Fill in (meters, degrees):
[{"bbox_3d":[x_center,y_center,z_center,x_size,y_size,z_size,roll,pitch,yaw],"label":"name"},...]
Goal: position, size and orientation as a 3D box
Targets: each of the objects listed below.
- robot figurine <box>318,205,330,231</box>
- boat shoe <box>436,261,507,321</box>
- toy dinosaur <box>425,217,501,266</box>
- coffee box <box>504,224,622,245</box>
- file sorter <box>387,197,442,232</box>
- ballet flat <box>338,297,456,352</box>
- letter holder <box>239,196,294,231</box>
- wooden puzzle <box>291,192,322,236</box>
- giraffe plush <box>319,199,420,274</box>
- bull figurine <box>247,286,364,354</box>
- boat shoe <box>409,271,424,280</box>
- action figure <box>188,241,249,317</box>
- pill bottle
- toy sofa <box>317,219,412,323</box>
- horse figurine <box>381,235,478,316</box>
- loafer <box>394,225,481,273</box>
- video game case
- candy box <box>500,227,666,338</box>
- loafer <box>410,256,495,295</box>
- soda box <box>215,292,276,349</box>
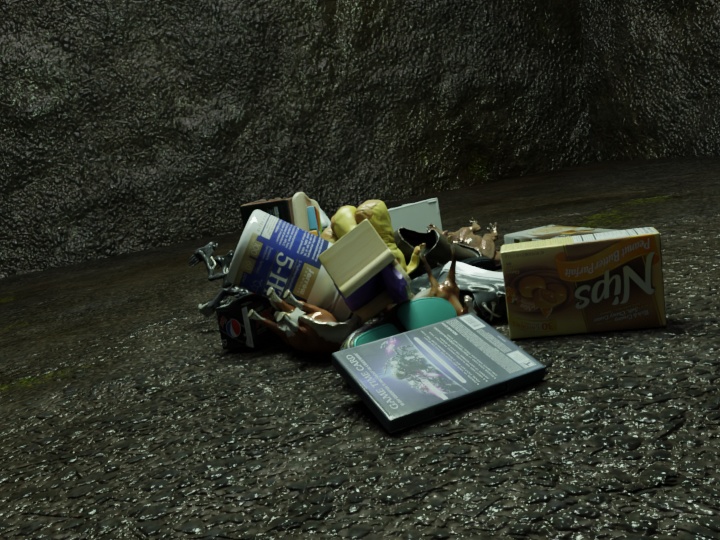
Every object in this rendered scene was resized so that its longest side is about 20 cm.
[{"bbox_3d":[-0.106,-0.069,1.599,0.110,0.172,0.201,-11,48,-31],"label":"robot figurine"},{"bbox_3d":[0.190,0.041,1.025,0.197,0.073,0.068,17,58,38],"label":"boat shoe"},{"bbox_3d":[0.225,-0.039,1.392,0.194,0.088,0.136,15,27,12],"label":"toy dinosaur"},{"bbox_3d":[0.346,-0.026,1.193,0.111,0.082,0.199,-12,10,-18],"label":"coffee box"},{"bbox_3d":[0.068,-0.063,1.501,0.197,0.143,0.123,-17,10,-39],"label":"file sorter"},{"bbox_3d":[0.043,0.087,0.901,0.071,0.074,0.197,1,15,46],"label":"ballet flat"},{"bbox_3d":[-0.151,-0.039,1.378,0.097,0.206,0.142,-6,9,13],"label":"letter holder"},{"bbox_3d":[-0.089,-0.050,1.354,0.036,0.191,0.200,-7,1,5],"label":"wooden puzzle"},{"bbox_3d":[0.000,0.000,1.219,0.173,0.199,0.162,-49,0,37],"label":"giraffe plush"},{"bbox_3d":[-0.076,0.076,0.991,0.120,0.066,0.198,36,-22,-25],"label":"bull figurine"},{"bbox_3d":[0.120,-0.016,1.398,0.070,0.070,0.198,-2,10,33],"label":"boat shoe"},{"bbox_3d":[-0.235,0.045,1.287,0.201,0.103,0.118,49,13,32],"label":"action figure"},{"bbox_3d":[-0.097,0.000,1.093,0.195,0.122,0.120,23,7,-6],"label":"pill bottle"},{"bbox_3d":[0.013,0.021,0.946,0.082,0.099,0.200,-35,-15,-3],"label":"toy sofa"},{"bbox_3d":[0.089,0.033,1.047,0.197,0.136,0.049,-17,-1,41],"label":"horse figurine"},{"bbox_3d":[0.141,-0.032,1.291,0.194,0.075,0.072,9,-37,-10],"label":"loafer"},{"bbox_3d":[0.084,0.105,0.777,0.195,0.020,0.143,-14,28,-23],"label":"video game case"},{"bbox_3d":[0.284,0.017,0.905,0.194,0.119,0.055,-7,11,15],"label":"candy box"},{"bbox_3d":[0.146,0.019,1.165,0.197,0.070,0.070,-21,24,-35],"label":"loafer"},{"bbox_3d":[-0.154,0.068,1.160,0.062,0.073,0.199,-5,10,25],"label":"soda box"}]
